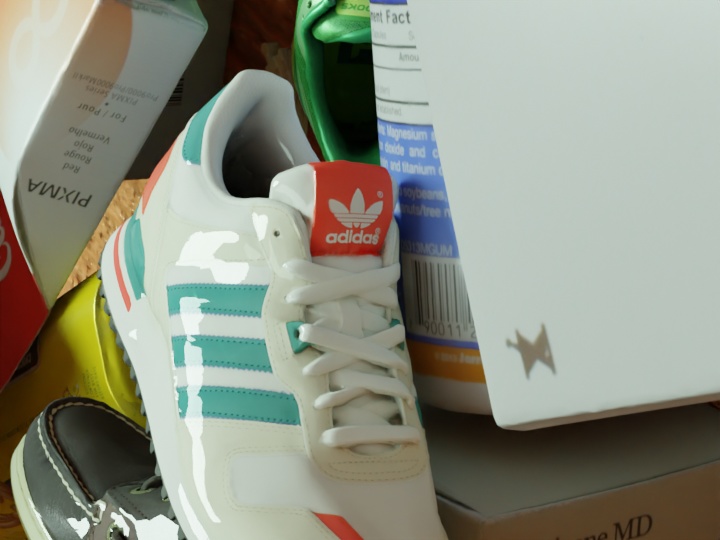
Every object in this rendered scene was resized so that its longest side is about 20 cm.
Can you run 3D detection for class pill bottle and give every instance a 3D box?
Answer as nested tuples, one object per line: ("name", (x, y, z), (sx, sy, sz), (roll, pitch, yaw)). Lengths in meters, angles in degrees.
("pill bottle", (0.059, -0.063, 0.699), (0.112, 0.112, 0.201), (9, 105, 56))

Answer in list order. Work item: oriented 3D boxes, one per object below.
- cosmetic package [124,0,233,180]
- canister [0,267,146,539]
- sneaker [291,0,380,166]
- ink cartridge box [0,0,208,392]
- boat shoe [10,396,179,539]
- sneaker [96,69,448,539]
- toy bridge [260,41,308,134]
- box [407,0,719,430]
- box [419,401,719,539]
("cosmetic package", (-0.143, -0.120, 1.015), (0.200, 0.085, 0.108), (30, 118, 48))
("canister", (-0.086, 0.053, 0.921), (0.200, 0.148, 0.087), (-30, 69, 53))
("sneaker", (0.015, -0.115, 0.768), (0.084, 0.074, 0.201), (-97, 9, -49))
("ink cartridge box", (-0.140, -0.064, 0.867), (0.200, 0.050, 0.162), (-55, 36, 24))
("boat shoe", (-0.043, 0.094, 0.709), (0.201, 0.072, 0.066), (46, 124, 42))
("sneaker", (-0.017, 0.020, 0.664), (0.094, 0.070, 0.200), (-61, 38, 30))
("toy bridge", (0.000, 0.000, 0.848), (0.027, 0.067, 0.201), (-47, 60, 51))
("box", (0.129, -0.080, 0.532), (0.200, 0.171, 0.200), (-15, 86, 57))
("box", (0.052, 0.141, 0.751), (0.109, 0.127, 0.201), (27, 121, 51))
